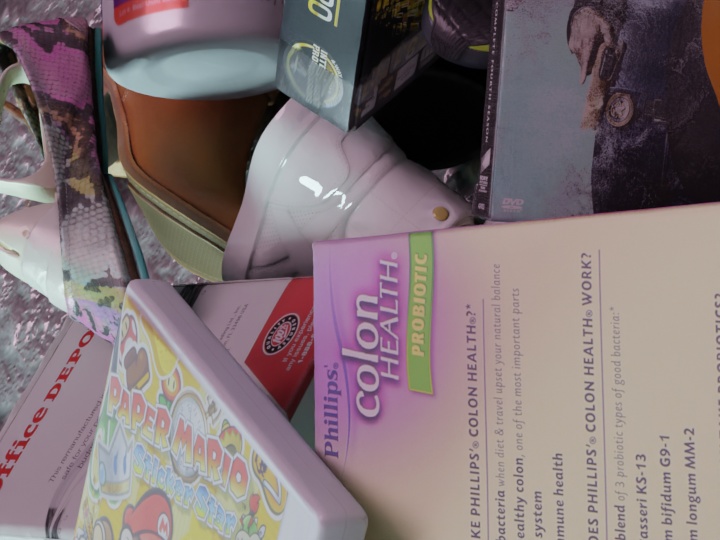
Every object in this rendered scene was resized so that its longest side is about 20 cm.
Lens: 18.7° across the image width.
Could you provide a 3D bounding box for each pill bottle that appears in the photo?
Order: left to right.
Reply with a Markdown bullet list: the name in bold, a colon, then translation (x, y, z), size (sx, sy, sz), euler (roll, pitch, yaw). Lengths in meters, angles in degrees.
- **pill bottle**: translation (-0.082, -0.199, 1.141), size (0.111, 0.111, 0.201), euler (-16, 73, 45)
- **pill bottle**: translation (0.026, -0.154, 1.085), size (0.112, 0.112, 0.201), euler (-28, 48, 38)

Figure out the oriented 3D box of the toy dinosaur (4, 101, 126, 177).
- **toy dinosaur**: translation (-0.149, -0.104, 1.330), size (0.200, 0.060, 0.106), euler (-28, 29, 27)

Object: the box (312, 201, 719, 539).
- **box**: translation (0.090, 0.073, 0.774), size (0.199, 0.097, 0.177), euler (-5, 82, 31)

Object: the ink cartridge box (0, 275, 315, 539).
- **ink cartridge box**: translation (-0.075, 0.085, 1.018), size (0.200, 0.083, 0.147), euler (-3, 50, 47)

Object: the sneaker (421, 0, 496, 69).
- **sneaker**: translation (0.087, -0.112, 0.957), size (0.074, 0.200, 0.081), euler (39, 124, 19)

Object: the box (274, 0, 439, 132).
- **box**: translation (0.045, -0.174, 0.934), size (0.049, 0.200, 0.161), euler (34, 141, 18)

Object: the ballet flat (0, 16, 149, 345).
- **ballet flat**: translation (-0.145, -0.039, 1.051), size (0.069, 0.071, 0.200), euler (99, 160, -56)

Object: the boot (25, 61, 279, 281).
- **boot**: translation (-0.072, -0.087, 1.203), size (0.200, 0.074, 0.155), euler (38, 72, 27)

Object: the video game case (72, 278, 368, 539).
- **video game case**: translation (-0.067, 0.126, 0.849), size (0.200, 0.023, 0.183), euler (44, 125, 55)

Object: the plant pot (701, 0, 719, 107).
- **plant pot**: translation (0.223, -0.106, 0.768), size (0.183, 0.200, 0.201), euler (-36, 41, 55)

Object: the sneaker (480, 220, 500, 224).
- **sneaker**: translation (0.072, 0.060, 0.927), size (0.115, 0.076, 0.201), euler (13, 76, 55)

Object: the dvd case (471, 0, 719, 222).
- **dvd case**: translation (0.124, -0.115, 0.869), size (0.022, 0.145, 0.201), euler (-159, 74, -78)

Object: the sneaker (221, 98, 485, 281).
- **sneaker**: translation (0.000, 0.000, 1.040), size (0.074, 0.116, 0.200), euler (-45, -12, -20)
